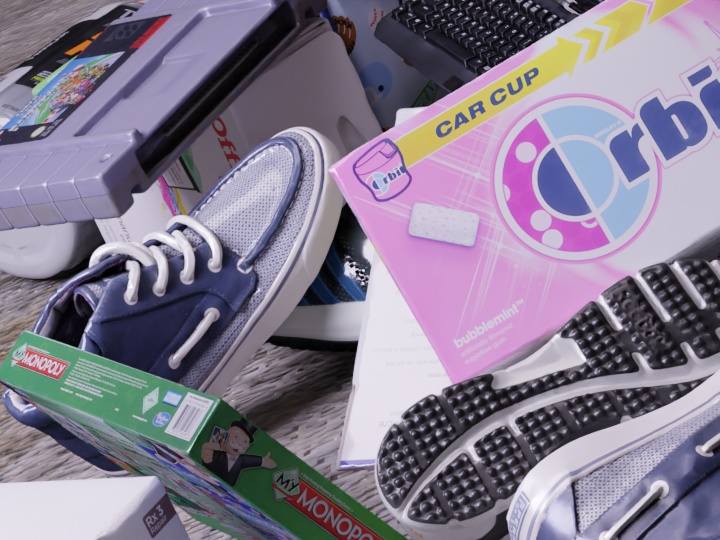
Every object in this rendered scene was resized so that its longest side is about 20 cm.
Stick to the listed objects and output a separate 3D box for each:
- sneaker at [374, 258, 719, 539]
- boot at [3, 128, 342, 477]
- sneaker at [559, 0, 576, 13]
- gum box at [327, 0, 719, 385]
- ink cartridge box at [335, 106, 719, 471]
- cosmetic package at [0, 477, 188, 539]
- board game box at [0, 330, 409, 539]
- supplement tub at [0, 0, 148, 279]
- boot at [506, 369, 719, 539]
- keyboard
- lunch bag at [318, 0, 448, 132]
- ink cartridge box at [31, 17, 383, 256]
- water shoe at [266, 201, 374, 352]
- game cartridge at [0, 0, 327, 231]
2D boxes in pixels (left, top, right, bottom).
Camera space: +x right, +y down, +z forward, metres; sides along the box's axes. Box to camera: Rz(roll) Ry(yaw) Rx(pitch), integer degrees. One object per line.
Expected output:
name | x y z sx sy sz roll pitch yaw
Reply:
sneaker | 0.100 0.060 1.222 0.199 0.080 0.074 -23 63 -4
boot | -0.090 0.006 1.414 0.073 0.090 0.201 29 88 45
sneaker | 0.156 -0.082 1.526 0.077 0.146 0.203 -22 -30 -52
gum box | 0.102 -0.042 1.261 0.199 0.114 0.066 -31 -13 2
ink cartridge box | 0.098 0.008 1.325 0.196 0.047 0.201 -4 60 22
cosmetic package | -0.173 0.155 1.275 0.199 0.082 0.113 -3 29 41
board game box | -0.068 0.087 1.274 0.029 0.134 0.200 -58 30 -10
supplement tub | -0.169 -0.092 1.835 0.122 0.123 0.200 -5 28 42
boot | 0.162 0.086 1.140 0.199 0.073 0.090 -27 44 -22
keyboard | 0.082 -0.122 1.390 0.104 0.040 0.200 -29 31 -13
lunch bag | -0.004 -0.181 1.762 0.123 0.201 0.170 -4 27 42
ink cartridge box | -0.076 -0.060 1.622 0.084 0.145 0.199 -38 25 -30
water shoe | 0.000 0.000 1.465 0.199 0.079 0.071 1 -8 36
game cartridge | -0.119 -0.091 1.510 0.129 0.039 0.200 -1 36 40
